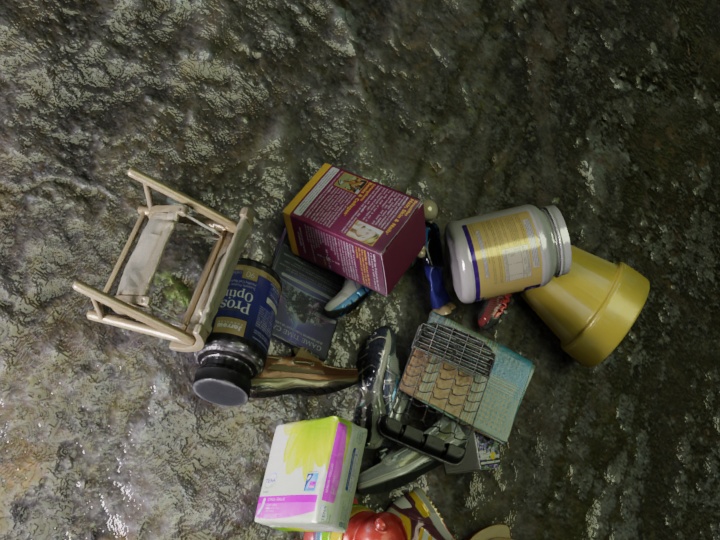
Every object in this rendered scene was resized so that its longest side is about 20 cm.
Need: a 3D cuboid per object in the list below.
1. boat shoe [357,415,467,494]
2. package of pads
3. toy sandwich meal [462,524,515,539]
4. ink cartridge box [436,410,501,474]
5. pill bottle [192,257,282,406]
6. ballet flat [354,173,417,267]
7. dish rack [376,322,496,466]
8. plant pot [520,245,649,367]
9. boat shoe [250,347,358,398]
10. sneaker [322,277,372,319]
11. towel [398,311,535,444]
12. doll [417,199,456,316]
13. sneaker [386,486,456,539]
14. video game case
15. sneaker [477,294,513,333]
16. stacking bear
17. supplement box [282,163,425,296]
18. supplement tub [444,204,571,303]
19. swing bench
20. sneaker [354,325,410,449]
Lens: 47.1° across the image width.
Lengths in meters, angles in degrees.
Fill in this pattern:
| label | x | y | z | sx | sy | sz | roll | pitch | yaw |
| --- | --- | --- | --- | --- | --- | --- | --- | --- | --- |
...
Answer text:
| label | x | y | z | sx | sy | sz | roll | pitch | yaw |
| --- | --- | --- | --- | --- | --- | --- | --- | --- | --- |
| boat shoe | 0.080 | 0.304 | 1.355 | 0.199 | 0.075 | 0.066 | -26 | 62 | -7 |
| package of pads | -0.076 | 0.297 | 1.210 | 0.067 | 0.199 | 0.158 | 25 | 63 | -26 |
| toy sandwich meal | 0.224 | 0.539 | 1.385 | 0.201 | 0.070 | 0.211 | 7 | 75 | -27 |
| ink cartridge box | 0.178 | 0.242 | 1.420 | 0.049 | 0.109 | 0.205 | 0 | 75 | -28 |
| pill bottle | -0.188 | 0.094 | 1.244 | 0.110 | 0.112 | 0.204 | 23 | 54 | -20 |
| ballet flat | 0.024 | -0.079 | 1.459 | 0.201 | 0.074 | 0.074 | 49 | 59 | -5 |
| dish rack | 0.127 | 0.192 | 1.323 | 0.150 | 0.055 | 0.204 | 22 | 75 | 0 |
| plant pot | 0.414 | 0.048 | 1.572 | 0.187 | 0.201 | 0.202 | 35 | 60 | 2 |
| boat shoe | -0.095 | 0.159 | 1.317 | 0.196 | 0.075 | 0.076 | 2 | 70 | -29 |
| sneaker | 0.000 | 0.000 | 1.397 | 0.199 | 0.075 | 0.087 | -41 | 85 | -24 |
| towel | 0.177 | 0.176 | 1.367 | 0.197 | 0.022 | 0.149 | 26 | 75 | 3 |
| doll | 0.130 | -0.025 | 1.482 | 0.136 | 0.047 | 0.205 | -23 | 103 | -70 |
| sneaker | 0.114 | 0.454 | 1.323 | 0.089 | 0.075 | 0.201 | -31 | 62 | -11 |
| video game case | -0.091 | 0.033 | 1.389 | 0.141 | 0.019 | 0.204 | 27 | 65 | -19 |
| sneaker | 0.247 | 0.015 | 1.552 | 0.096 | 0.071 | 0.204 | 27 | 67 | -11 |
| stacking bear | 0.002 | 0.400 | 1.222 | 0.112 | 0.199 | 0.124 | -13 | 81 | -30 |
| supplement box | -0.008 | -0.070 | 1.339 | 0.197 | 0.104 | 0.131 | 24 | 56 | 26 |
| supplement tub | 0.256 | -0.033 | 1.450 | 0.195 | 0.146 | 0.149 | -12 | 79 | -2 |
| swing bench | -0.276 | -0.007 | 1.199 | 0.196 | 0.130 | 0.203 | 19 | 66 | 1 |
| sneaker | 0.041 | 0.198 | 1.388 | 0.085 | 0.077 | 0.205 | 13 | 78 | -31 |
